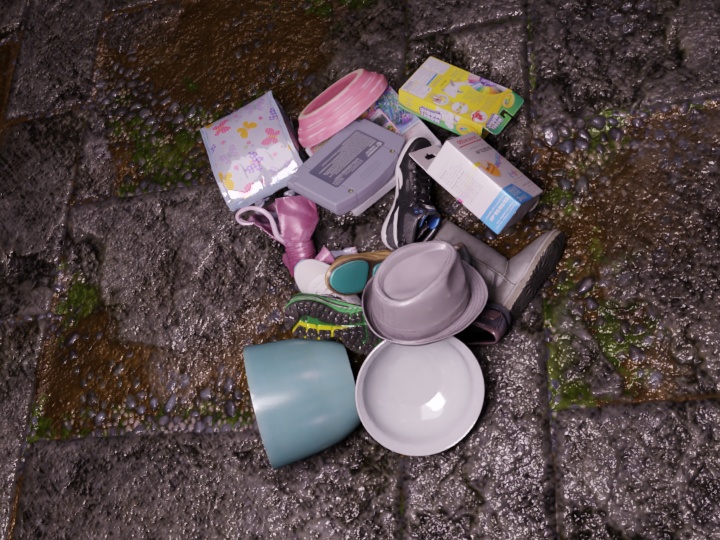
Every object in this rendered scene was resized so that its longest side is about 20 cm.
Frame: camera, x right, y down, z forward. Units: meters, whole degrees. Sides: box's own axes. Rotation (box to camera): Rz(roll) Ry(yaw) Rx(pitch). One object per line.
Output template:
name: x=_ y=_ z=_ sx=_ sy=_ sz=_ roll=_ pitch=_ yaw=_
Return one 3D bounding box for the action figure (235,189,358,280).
action figure: x=-0.104 y=-0.042 z=1.568 sx=0.133 sy=0.148 sz=0.202 roll=-14 pitch=97 yaw=39

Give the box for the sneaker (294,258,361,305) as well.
sneaker: x=-0.037 y=0.054 z=1.508 sx=0.077 sy=0.081 sz=0.200 roll=-45 pitch=80 yaw=1

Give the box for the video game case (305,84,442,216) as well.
video game case: x=0.021 y=-0.222 z=1.632 sx=0.199 sy=0.024 sz=0.182 roll=-38 pitch=59 yaw=2

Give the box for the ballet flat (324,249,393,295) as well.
ballet flat: x=0.000 y=0.000 z=1.507 sx=0.063 sy=0.199 sz=0.069 roll=26 pitch=112 yaw=40

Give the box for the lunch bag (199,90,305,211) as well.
lunch bag: x=-0.195 y=-0.211 z=1.703 sx=0.169 sy=0.127 sz=0.201 roll=-28 pitch=50 yaw=5

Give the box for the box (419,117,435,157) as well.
box: x=0.033 y=-0.228 z=1.666 sx=0.198 sy=0.040 sz=0.138 roll=-19 pitch=62 yaw=13

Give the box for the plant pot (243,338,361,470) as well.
plant pot: x=-0.085 y=0.199 z=1.435 sx=0.159 sy=0.201 sz=0.202 roll=-15 pitch=61 yaw=-3

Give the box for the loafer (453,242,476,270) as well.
loafer: x=0.105 y=0.018 z=1.490 sx=0.199 sy=0.072 sz=0.063 roll=-26 pitch=62 yaw=32

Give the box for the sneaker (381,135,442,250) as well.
sneaker: x=0.107 y=-0.126 z=1.521 sx=0.112 sy=0.073 sz=0.202 roll=17 pitch=94 yaw=59

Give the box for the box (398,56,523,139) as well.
box: x=0.181 y=-0.302 z=1.604 sx=0.199 sy=0.049 sz=0.117 roll=27 pitch=57 yaw=22

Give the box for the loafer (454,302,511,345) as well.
loafer: x=0.141 y=0.089 z=1.446 sx=0.198 sy=0.072 sz=0.063 roll=-3 pitch=31 yaw=26

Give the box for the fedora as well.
fedora: x=0.092 y=0.018 z=1.345 sx=0.199 sy=0.091 sz=0.177 roll=-29 pitch=51 yaw=-14

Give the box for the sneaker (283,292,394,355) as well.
sneaker: x=-0.023 y=0.073 z=1.425 sx=0.198 sy=0.085 sz=0.079 roll=16 pitch=111 yaw=-10

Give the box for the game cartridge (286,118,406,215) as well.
game cartridge: x=-0.016 y=-0.180 z=1.554 sx=0.133 sy=0.042 sz=0.200 roll=32 pitch=59 yaw=23

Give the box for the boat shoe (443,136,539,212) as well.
boat shoe: x=0.222 y=-0.169 z=1.551 sx=0.074 sy=0.060 sz=0.200 roll=-45 pitch=59 yaw=-6

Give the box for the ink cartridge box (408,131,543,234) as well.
ink cartridge box: x=0.189 y=-0.159 z=1.468 sx=0.200 sy=0.115 sz=0.068 roll=43 pitch=121 yaw=12

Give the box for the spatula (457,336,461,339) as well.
spatula: x=0.084 y=0.162 z=1.478 sx=0.199 sy=0.021 sz=0.057 roll=-29 pitch=64 yaw=2

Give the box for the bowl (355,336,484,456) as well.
bowl: x=0.089 y=0.181 z=1.407 sx=0.199 sy=0.090 sz=0.203 roll=0 pitch=98 yaw=-2

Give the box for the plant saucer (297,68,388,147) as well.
plant saucer: x=-0.042 y=-0.308 z=1.661 sx=0.200 sy=0.051 sz=0.201 roll=-34 pitch=20 yaw=14

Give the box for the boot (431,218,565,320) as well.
boot: x=0.216 y=-0.031 z=1.494 sx=0.199 sy=0.073 sz=0.182 roll=35 pitch=84 yaw=37
